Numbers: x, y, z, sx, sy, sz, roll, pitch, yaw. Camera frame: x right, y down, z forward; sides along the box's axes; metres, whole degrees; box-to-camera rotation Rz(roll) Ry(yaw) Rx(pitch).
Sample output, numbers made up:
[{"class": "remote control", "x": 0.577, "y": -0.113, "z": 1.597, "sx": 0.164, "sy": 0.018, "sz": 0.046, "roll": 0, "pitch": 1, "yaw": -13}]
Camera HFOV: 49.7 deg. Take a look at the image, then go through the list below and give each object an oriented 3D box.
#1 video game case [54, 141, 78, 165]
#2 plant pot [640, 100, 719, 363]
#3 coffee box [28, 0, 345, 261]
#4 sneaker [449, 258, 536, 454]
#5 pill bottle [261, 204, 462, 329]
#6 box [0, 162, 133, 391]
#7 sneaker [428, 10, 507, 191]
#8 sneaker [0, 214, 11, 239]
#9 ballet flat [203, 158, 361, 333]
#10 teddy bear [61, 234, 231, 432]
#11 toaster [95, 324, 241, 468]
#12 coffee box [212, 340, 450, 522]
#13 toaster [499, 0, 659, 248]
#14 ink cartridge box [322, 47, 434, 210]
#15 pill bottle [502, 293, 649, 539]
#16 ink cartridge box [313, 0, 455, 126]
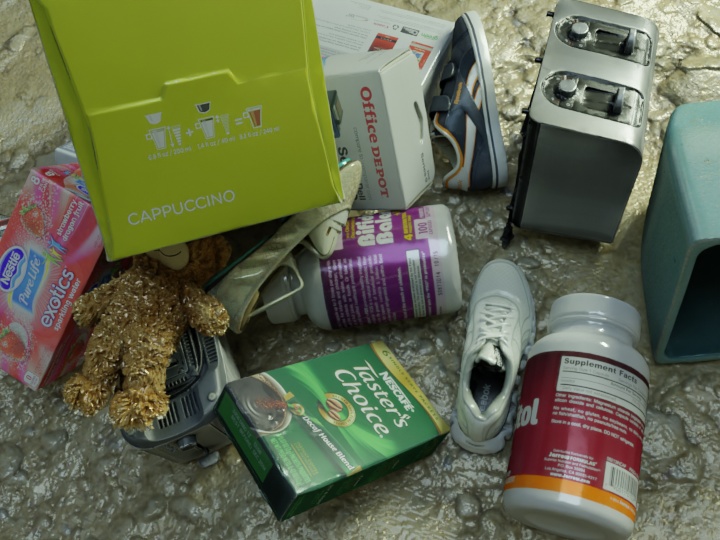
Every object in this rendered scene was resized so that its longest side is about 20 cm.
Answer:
[{"class": "video game case", "x": -0.214, "y": -0.135, "z": 0.899, "sx": 0.198, "sy": 0.023, "sz": 0.182, "roll": 19, "pitch": 33, "yaw": 17}, {"class": "plant pot", "x": 0.368, "y": -0.054, "z": 0.733, "sx": 0.193, "sy": 0.197, "sz": 0.202, "roll": -5, "pitch": 54, "yaw": 6}, {"class": "coffee box", "x": -0.145, "y": -0.151, "z": 0.654, "sx": 0.197, "sy": 0.203, "sz": 0.198, "roll": -15, "pitch": 24, "yaw": -14}, {"class": "sneaker", "x": 0.132, "y": 0.073, "z": 0.761, "sx": 0.074, "sy": 0.081, "sz": 0.202, "roll": 5, "pitch": 62, "yaw": 13}, {"class": "pill bottle", "x": 0.000, "y": 0.000, "z": 0.799, "sx": 0.197, "sy": 0.113, "sz": 0.114, "roll": -8, "pitch": 62, "yaw": 4}, {"class": "box", "x": -0.309, "y": 0.003, "z": 0.792, "sx": 0.102, "sy": 0.095, "sz": 0.202, "roll": 31, "pitch": 103, "yaw": 3}, {"class": "sneaker", "x": 0.112, "y": -0.189, "z": 0.873, "sx": 0.078, "sy": 0.078, "sz": 0.203, "roll": -8, "pitch": 84, "yaw": 4}, {"class": "sneaker", "x": -0.464, "y": -0.039, "z": 0.918, "sx": 0.197, "sy": 0.078, "sz": 0.083, "roll": 7, "pitch": 59, "yaw": 1}, {"class": "ballet flat", "x": -0.061, "y": -0.019, "z": 0.734, "sx": 0.200, "sy": 0.067, "sz": 0.062, "roll": -42, "pitch": 84, "yaw": 4}, {"class": "teddy bear", "x": -0.187, "y": 0.040, "z": 0.677, "sx": 0.144, "sy": 0.067, "sz": 0.201, "roll": 27, "pitch": 75, "yaw": 33}, {"class": "toaster", "x": -0.184, "y": 0.093, "z": 0.769, "sx": 0.112, "sy": 0.130, "sz": 0.202, "roll": -23, "pitch": 62, "yaw": -4}, {"class": "coffee box", "x": -0.021, "y": 0.136, "z": 0.707, "sx": 0.198, "sy": 0.044, "sz": 0.123, "roll": -8, "pitch": 50, "yaw": -44}, {"class": "toaster", "x": 0.226, "y": -0.142, "z": 0.804, "sx": 0.117, "sy": 0.201, "sz": 0.182, "roll": 13, "pitch": 57, "yaw": 12}, {"class": "ink cartridge box", "x": -0.033, "y": -0.145, "z": 0.822, "sx": 0.197, "sy": 0.147, "sz": 0.088, "roll": 2, "pitch": 30, "yaw": 28}, {"class": "pill bottle", "x": 0.199, "y": 0.130, "z": 0.702, "sx": 0.111, "sy": 0.113, "sz": 0.202, "roll": 10, "pitch": 64, "yaw": 14}, {"class": "ink cartridge box", "x": -0.006, "y": -0.231, "z": 0.934, "sx": 0.198, "sy": 0.084, "sz": 0.177, "roll": 21, "pitch": 67, "yaw": 19}]
